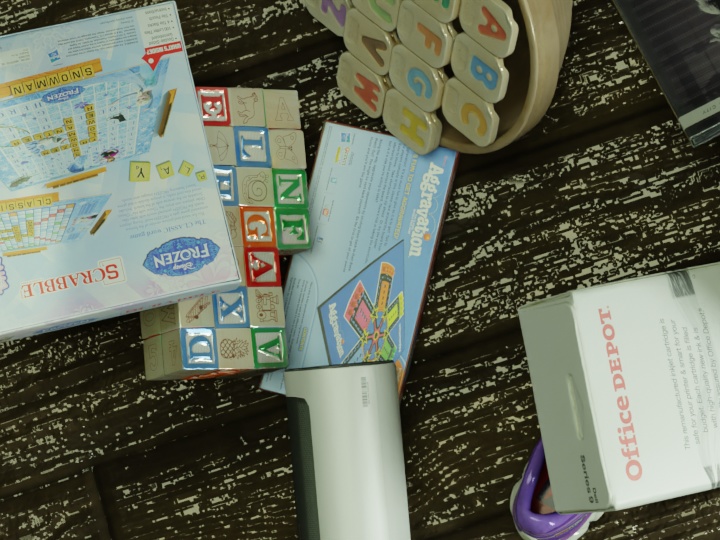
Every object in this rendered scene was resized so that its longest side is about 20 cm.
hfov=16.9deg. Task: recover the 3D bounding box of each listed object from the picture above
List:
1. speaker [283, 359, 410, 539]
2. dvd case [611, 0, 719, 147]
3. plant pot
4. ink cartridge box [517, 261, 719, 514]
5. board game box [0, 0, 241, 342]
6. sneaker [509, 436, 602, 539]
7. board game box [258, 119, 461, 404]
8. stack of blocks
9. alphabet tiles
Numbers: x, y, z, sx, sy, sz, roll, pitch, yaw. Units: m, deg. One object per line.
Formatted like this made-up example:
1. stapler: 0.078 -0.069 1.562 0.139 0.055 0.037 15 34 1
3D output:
1. speaker: -0.005 0.165 1.678 0.081 0.081 0.201 -5 89 8
2. dvd case: 0.258 -0.190 1.682 0.148 0.016 0.201 -26 52 5
3. plant pot: 0.082 -0.191 1.693 0.093 0.201 0.201 -29 76 -34
4. ink cartridge box: 0.217 0.073 1.612 0.199 0.084 0.147 -9 86 -25
5. board game box: -0.199 -0.064 1.629 0.199 0.041 0.201 -12 83 -9
6. sneaker: 0.171 0.103 1.668 0.080 0.083 0.201 28 87 11
7. board game box: 0.000 0.000 1.740 0.102 0.019 0.201 13 85 12
8. stack of blocks: -0.097 -0.026 1.709 0.115 0.058 0.201 0 80 -33
9. alphabet tiles: 0.029 -0.178 1.677 0.015 0.201 0.195 -29 56 -34
